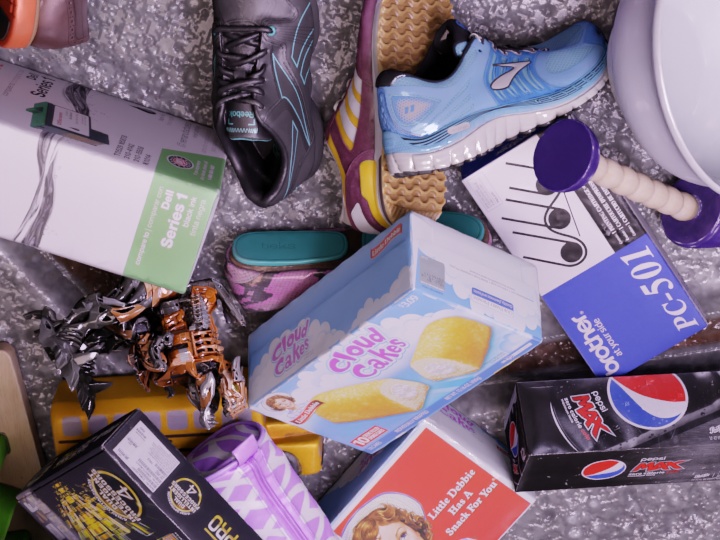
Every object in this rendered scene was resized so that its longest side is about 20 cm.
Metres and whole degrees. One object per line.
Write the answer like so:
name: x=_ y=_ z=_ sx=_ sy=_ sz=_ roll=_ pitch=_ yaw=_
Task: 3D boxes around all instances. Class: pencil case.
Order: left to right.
pencil case: x=-0.055 y=0.205 z=1.341 sx=0.084 sy=0.085 sz=0.200 roll=-42 pitch=109 yaw=-21

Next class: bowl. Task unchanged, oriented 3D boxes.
bowl: x=0.234 y=-0.145 z=1.255 sx=0.090 sy=0.201 sz=0.201 roll=-1 pitch=120 yaw=48

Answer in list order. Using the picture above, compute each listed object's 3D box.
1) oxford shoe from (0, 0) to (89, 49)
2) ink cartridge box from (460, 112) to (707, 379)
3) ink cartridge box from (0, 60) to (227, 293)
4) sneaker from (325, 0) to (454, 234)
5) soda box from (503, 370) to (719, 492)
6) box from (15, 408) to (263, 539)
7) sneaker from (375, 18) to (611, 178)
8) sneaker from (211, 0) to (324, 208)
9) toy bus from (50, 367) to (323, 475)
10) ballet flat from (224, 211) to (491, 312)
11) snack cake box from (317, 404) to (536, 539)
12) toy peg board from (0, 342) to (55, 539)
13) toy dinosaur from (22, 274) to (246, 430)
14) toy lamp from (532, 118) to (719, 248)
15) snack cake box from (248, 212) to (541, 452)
oxford shoe: x=-0.209 y=-0.252 z=1.256 sx=0.072 sy=0.071 sz=0.200 roll=0 pitch=111 yaw=-31
ink cartridge box: x=0.166 y=-0.019 z=1.350 sx=0.094 sy=0.044 sz=0.200 roll=-32 pitch=108 yaw=13
ink cartridge box: x=-0.201 y=-0.071 z=1.272 sx=0.200 sy=0.146 sz=0.084 roll=18 pitch=109 yaw=-8
sneaker: x=0.012 y=-0.126 z=1.293 sx=0.075 sy=0.090 sz=0.200 roll=5 pitch=87 yaw=-38
soda box: x=0.213 y=0.120 z=1.370 sx=0.200 sy=0.063 sz=0.071 roll=-3 pitch=149 yaw=-8
box: x=-0.138 y=0.201 z=1.309 sx=0.200 sy=0.049 sz=0.161 roll=48 pitch=145 yaw=-9
sneaker: x=0.093 y=-0.137 z=1.249 sx=0.200 sy=0.078 sz=0.090 roll=-28 pitch=103 yaw=-32
sneaker: x=-0.068 y=-0.137 z=1.265 sx=0.075 sy=0.079 sz=0.200 roll=0 pitch=121 yaw=22
toy bus: x=-0.130 y=0.121 z=1.392 sx=0.200 sy=0.065 sz=0.078 roll=-4 pitch=110 yaw=2
ballet flat: x=0.000 y=0.000 z=1.351 sx=0.200 sy=0.069 sz=0.071 roll=-6 pitch=129 yaw=6
snack cake box: x=0.029 y=0.203 z=1.424 sx=0.115 sy=0.067 sz=0.200 roll=37 pitch=106 yaw=-12
toy peg board: x=-0.347 y=0.179 z=1.395 sx=0.199 sy=0.098 sz=0.200 roll=-10 pitch=111 yaw=3
toy dinosaur: x=-0.164 y=0.037 z=1.327 sx=0.136 sy=0.200 sz=0.102 roll=-33 pitch=141 yaw=-10
toy lamp: x=0.205 y=-0.055 z=1.285 sx=0.200 sy=0.058 sz=0.058 roll=15 pitch=115 yaw=-45
snack cake box: x=0.021 y=0.048 z=1.300 sx=0.115 sy=0.067 sz=0.200 roll=21 pitch=141 yaw=-30
